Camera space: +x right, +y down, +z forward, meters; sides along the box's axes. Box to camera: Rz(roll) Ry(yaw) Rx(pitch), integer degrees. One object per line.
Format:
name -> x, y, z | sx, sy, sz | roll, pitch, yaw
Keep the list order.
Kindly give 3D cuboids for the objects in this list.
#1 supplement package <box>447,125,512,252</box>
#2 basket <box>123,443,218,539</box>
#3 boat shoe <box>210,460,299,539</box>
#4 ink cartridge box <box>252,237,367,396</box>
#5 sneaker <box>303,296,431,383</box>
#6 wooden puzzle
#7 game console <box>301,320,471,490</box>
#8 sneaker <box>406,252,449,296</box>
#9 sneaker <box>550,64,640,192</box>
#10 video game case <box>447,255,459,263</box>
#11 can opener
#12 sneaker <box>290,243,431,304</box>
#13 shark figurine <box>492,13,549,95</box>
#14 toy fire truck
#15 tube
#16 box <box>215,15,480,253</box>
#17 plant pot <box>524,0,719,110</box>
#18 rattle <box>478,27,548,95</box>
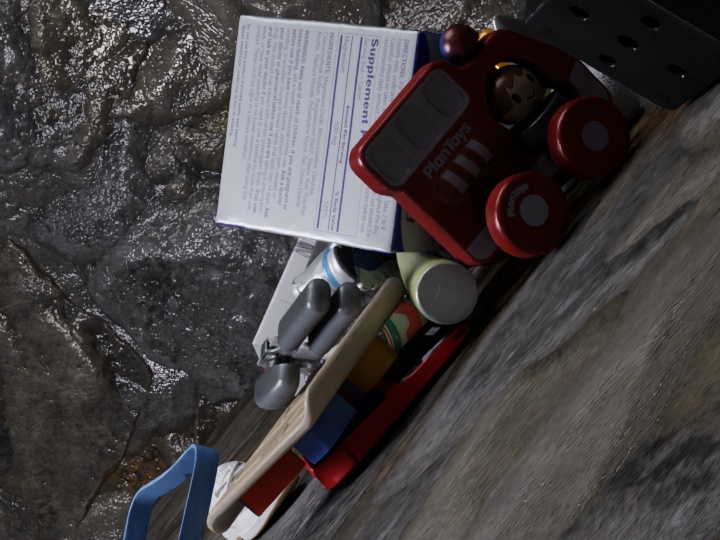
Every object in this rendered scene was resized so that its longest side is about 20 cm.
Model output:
supplement package -> 0.090, -0.100, 1.797 | 0.200, 0.117, 0.118 | -47, -46, -64
basket -> -0.147, 0.233, 1.338 | 0.176, 0.138, 0.201 | 137, 142, -63
boat shoe -> -0.118, 0.221, 1.902 | 0.071, 0.069, 0.200 | -49, 3, -25
ink cartridge box -> -0.030, 0.025, 2.037 | 0.147, 0.082, 0.201 | 76, -145, -67
sneaker -> 0.016, 0.081, 1.850 | 0.093, 0.071, 0.200 | -28, -13, -29
wooden puzzle -> -0.035, 0.119, 1.607 | 0.200, 0.046, 0.185 | -53, 0, 42
game console -> 0.021, 0.112, 1.657 | 0.177, 0.031, 0.200 | -45, 3, -6
sneaker -> 0.040, -0.017, 1.942 | 0.087, 0.080, 0.200 | -63, -26, -4
sneaker -> 0.183, -0.133, 1.746 | 0.115, 0.075, 0.200 | -47, 7, 5
video game case -> 0.053, 0.041, 2.090 | 0.143, 0.018, 0.200 | -51, 3, -18
can opener -> -0.045, 0.064, 1.654 | 0.200, 0.052, 0.067 | 124, 149, -61
sneaker -> 0.000, 0.000, 1.804 | 0.086, 0.075, 0.200 | -31, -14, 27
shark figurine -> 0.232, -0.211, 1.878 | 0.214, 0.129, 0.089 | -22, 28, -27
toy fire truck -> 0.106, -0.107, 1.551 | 0.200, 0.168, 0.112 | -51, 14, -16
tube -> 0.060, 0.012, 1.635 | 0.200, 0.052, 0.058 | -158, 78, -84
box -> -0.010, -0.117, 1.654 | 0.105, 0.199, 0.185 | 1, -82, -52
plant pot -> 0.230, -0.240, 1.424 | 0.178, 0.199, 0.199 | -62, 7, -18
rattle -> 0.169, -0.191, 2.127 | 0.130, 0.143, 0.200 | -19, 12, 33
